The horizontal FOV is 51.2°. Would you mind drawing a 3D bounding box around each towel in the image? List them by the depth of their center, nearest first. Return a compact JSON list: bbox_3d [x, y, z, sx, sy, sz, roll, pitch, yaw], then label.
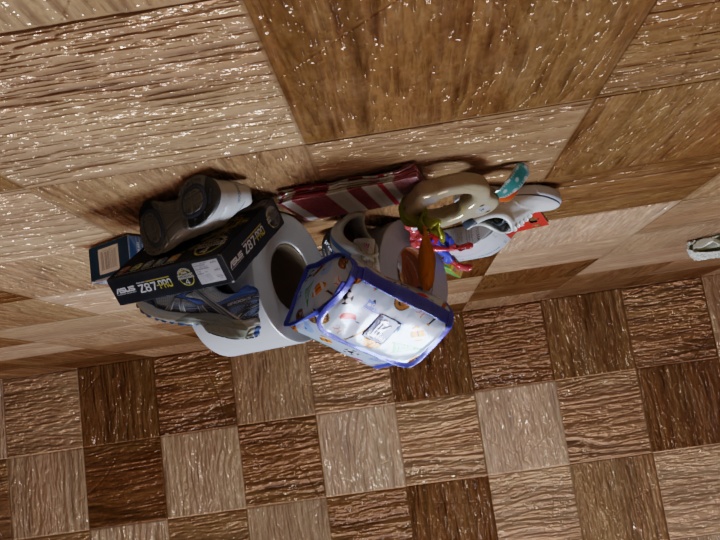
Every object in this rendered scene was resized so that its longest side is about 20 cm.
[{"bbox_3d":[-0.004,-0.107,1.066,0.199,0.023,0.144,-9,171,12],"label":"towel"}]

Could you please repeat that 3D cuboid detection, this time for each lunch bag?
[{"bbox_3d":[0.011,0.057,1.041,0.169,0.124,0.200,26,157,-21],"label":"lunch bag"}]

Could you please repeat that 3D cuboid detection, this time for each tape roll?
[{"bbox_3d":[-0.160,0.024,1.165,0.139,0.204,0.202,-13,169,27],"label":"tape roll"},{"bbox_3d":[0.070,0.015,1.310,0.066,0.201,0.200,-15,169,37],"label":"tape roll"}]

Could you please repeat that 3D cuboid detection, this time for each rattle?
[{"bbox_3d":[0.163,-0.065,1.040,0.199,0.143,0.131,-3,140,-25],"label":"rattle"}]

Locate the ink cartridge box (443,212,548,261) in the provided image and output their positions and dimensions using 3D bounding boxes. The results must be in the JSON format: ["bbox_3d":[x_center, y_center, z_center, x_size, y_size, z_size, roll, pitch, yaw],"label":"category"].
[{"bbox_3d":[0.263,-0.063,1.476,0.199,0.057,0.162,-7,171,20],"label":"ink cartridge box"}]

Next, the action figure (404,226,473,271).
[{"bbox_3d":[0.156,-0.056,1.309,0.099,0.066,0.200,-11,158,39],"label":"action figure"}]

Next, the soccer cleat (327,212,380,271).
[{"bbox_3d":[0.000,0.000,1.187,0.070,0.201,0.086,-4,154,-33],"label":"soccer cleat"}]

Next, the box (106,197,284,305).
[{"bbox_3d":[-0.222,-0.025,1.027,0.199,0.049,0.161,-11,-155,29],"label":"box"}]

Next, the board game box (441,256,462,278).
[{"bbox_3d":[0.162,-0.017,1.582,0.095,0.030,0.200,22,177,14],"label":"board game box"}]

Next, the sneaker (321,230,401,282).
[{"bbox_3d":[0.002,-0.031,1.381,0.075,0.116,0.200,-31,126,24],"label":"sneaker"}]

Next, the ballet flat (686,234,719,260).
[{"bbox_3d":[0.957,-0.069,1.986,0.072,0.072,0.200,1,167,-42],"label":"ballet flat"}]

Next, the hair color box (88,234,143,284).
[{"bbox_3d":[-0.333,-0.011,1.240,0.100,0.061,0.200,-14,170,33],"label":"hair color box"}]

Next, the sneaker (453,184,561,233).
[{"bbox_3d":[0.236,-0.094,1.195,0.199,0.071,0.073,-4,170,-24],"label":"sneaker"}]

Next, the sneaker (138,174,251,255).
[{"bbox_3d":[-0.219,-0.067,0.982,0.199,0.075,0.087,-15,174,41],"label":"sneaker"}]

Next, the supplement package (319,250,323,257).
[{"bbox_3d":[-0.025,0.022,1.544,0.155,0.112,0.200,-11,171,17],"label":"supplement package"}]

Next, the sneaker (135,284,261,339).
[{"bbox_3d":[-0.224,0.036,1.055,0.199,0.086,0.077,11,-176,17],"label":"sneaker"}]
